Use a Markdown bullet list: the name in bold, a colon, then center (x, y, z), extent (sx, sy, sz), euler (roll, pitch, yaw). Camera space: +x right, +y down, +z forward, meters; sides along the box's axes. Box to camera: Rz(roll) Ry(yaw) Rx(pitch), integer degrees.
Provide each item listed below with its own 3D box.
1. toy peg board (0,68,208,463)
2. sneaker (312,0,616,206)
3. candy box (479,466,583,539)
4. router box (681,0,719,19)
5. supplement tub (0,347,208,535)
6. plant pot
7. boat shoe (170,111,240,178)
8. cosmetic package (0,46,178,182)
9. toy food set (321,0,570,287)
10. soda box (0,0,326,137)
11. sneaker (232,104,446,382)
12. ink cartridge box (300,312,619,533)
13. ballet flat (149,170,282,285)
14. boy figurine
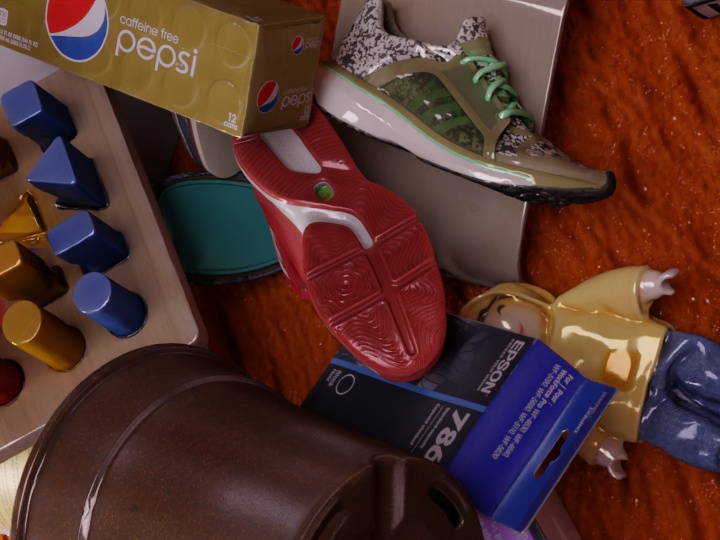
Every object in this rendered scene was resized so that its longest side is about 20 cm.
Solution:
- **toy peg board**: center (-0.221, -0.007, 1.676), extent (0.198, 0.098, 0.201), euler (-29, 66, 12)
- **sneaker**: center (0.062, -0.100, 1.661), extent (0.199, 0.077, 0.089), euler (25, 95, 20)
- **candy box**: center (0.026, 0.182, 1.706), extent (0.199, 0.071, 0.168), euler (-35, 72, 17)
- **router box**: center (0.237, -0.262, 1.664), extent (0.148, 0.051, 0.202), euler (-16, 79, 20)
- **supplement tub**: center (-0.200, 0.090, 1.773), extent (0.199, 0.145, 0.147), euler (7, 88, 23)
- **plant pot**: center (-0.052, 0.153, 1.562), extent (0.198, 0.199, 0.202), euler (11, 90, 47)
- **boat shoe**: center (-0.105, -0.154, 1.748), extent (0.062, 0.071, 0.201), euler (7, 116, 38)
- **cosmetic package**: center (-0.216, -0.115, 1.821), extent (0.199, 0.107, 0.091), euler (22, 94, 25)
- **toy food set**: center (0.054, -0.096, 1.734), extent (0.143, 0.060, 0.202), euler (14, 99, 24)
- **soda box**: center (-0.118, -0.139, 1.672), extent (0.199, 0.064, 0.068), euler (22, 111, 32)
- **sneaker**: center (0.000, 0.000, 1.668), extent (0.078, 0.116, 0.201), euler (-26, 58, -3)
- **ink cartridge box**: center (0.048, 0.076, 1.617), extent (0.199, 0.039, 0.100), euler (15, 65, 53)
- **ballet flat**: center (-0.129, -0.021, 1.787), extent (0.198, 0.074, 0.075), euler (-3, 83, -9)
- **boy figurine**: center (0.146, 0.051, 1.670), extent (0.199, 0.064, 0.125), euler (25, 103, 21)
